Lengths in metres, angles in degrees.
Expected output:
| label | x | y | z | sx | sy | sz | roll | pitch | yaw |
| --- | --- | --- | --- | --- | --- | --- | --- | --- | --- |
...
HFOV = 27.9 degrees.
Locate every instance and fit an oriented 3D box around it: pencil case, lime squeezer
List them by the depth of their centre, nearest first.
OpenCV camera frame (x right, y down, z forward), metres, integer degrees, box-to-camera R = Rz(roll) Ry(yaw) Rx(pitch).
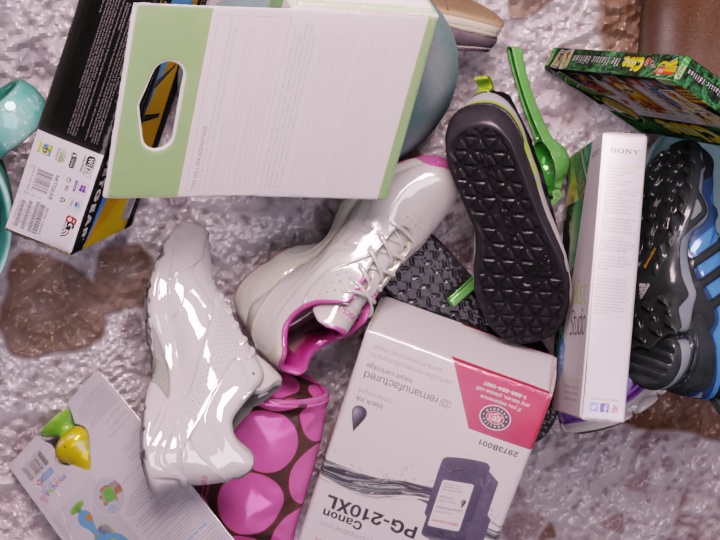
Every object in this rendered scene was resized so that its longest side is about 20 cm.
| label | x | y | z | sx | sy | sz | roll | pitch | yaw |
| --- | --- | --- | --- | --- | --- | --- | --- | --- | --- |
| lime squeezer | 0.123 | -0.063 | 1.103 | 0.070 | 0.038 | 0.201 | 14 | 91 | -36 |
| pencil case | -0.088 | 0.173 | 1.108 | 0.093 | 0.091 | 0.201 | 12 | 101 | -12 |

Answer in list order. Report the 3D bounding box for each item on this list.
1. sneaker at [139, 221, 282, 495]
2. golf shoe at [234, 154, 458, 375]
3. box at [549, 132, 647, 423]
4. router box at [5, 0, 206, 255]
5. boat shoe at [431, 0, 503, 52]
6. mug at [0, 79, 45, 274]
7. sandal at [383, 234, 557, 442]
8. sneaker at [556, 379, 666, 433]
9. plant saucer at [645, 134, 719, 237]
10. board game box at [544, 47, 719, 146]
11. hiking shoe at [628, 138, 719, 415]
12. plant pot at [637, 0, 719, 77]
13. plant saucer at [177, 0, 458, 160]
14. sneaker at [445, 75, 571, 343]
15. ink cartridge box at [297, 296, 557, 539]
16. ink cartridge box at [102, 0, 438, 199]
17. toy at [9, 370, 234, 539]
| label | x | y | z | sx | sy | sz | roll | pitch | yaw |
| --- | --- | --- | --- | --- | --- | --- | --- | --- | --- |
| sneaker | -0.106 | 0.062 | 1.039 | 0.099 | 0.078 | 0.201 | 1 | 72 | -6 |
| golf shoe | 0.000 | 0.000 | 1.055 | 0.200 | 0.092 | 0.075 | -40 | 131 | 13 |
| box | 0.172 | 0.007 | 1.062 | 0.036 | 0.144 | 0.202 | 6 | 87 | -1 |
| router box | -0.161 | -0.121 | 0.963 | 0.051 | 0.149 | 0.201 | 21 | 102 | 2 |
| boat shoe | 0.002 | -0.174 | 1.036 | 0.199 | 0.072 | 0.065 | 5 | 114 | -15 |
| mug | -0.295 | -0.046 | 0.972 | 0.184 | 0.114 | 0.153 | -9 | 108 | -12 |
| sandal | 0.088 | 0.047 | 1.140 | 0.075 | 0.048 | 0.201 | -37 | 99 | 0 |
| sneaker | 0.224 | 0.049 | 1.166 | 0.083 | 0.081 | 0.200 | 45 | 82 | -6 |
| plant saucer | 0.305 | -0.035 | 1.135 | 0.198 | 0.036 | 0.202 | 1 | 78 | -7 |
| board game box | 0.215 | -0.123 | 1.033 | 0.104 | 0.200 | 0.024 | 27 | 91 | -19 |
| hiking shoe | 0.241 | 0.002 | 1.075 | 0.086 | 0.074 | 0.201 | 23 | 67 | -31 |
| plant pot | 0.284 | -0.236 | 1.032 | 0.199 | 0.200 | 0.200 | -2 | 115 | -14 |
| plant saucer | -0.027 | -0.120 | 1.008 | 0.199 | 0.039 | 0.202 | -6 | 136 | -5 |
| sneaker | 0.115 | -0.045 | 1.056 | 0.071 | 0.083 | 0.201 | -5 | 117 | 18 |
| ink cartridge box | 0.048 | 0.143 | 1.098 | 0.144 | 0.084 | 0.201 | 19 | 110 | 4 |
| ink cartridge box | -0.061 | -0.114 | 0.926 | 0.199 | 0.048 | 0.146 | 0 | 129 | -22 |
| toy | -0.160 | 0.183 | 1.072 | 0.115 | 0.047 | 0.200 | -45 | 81 | 20 |
